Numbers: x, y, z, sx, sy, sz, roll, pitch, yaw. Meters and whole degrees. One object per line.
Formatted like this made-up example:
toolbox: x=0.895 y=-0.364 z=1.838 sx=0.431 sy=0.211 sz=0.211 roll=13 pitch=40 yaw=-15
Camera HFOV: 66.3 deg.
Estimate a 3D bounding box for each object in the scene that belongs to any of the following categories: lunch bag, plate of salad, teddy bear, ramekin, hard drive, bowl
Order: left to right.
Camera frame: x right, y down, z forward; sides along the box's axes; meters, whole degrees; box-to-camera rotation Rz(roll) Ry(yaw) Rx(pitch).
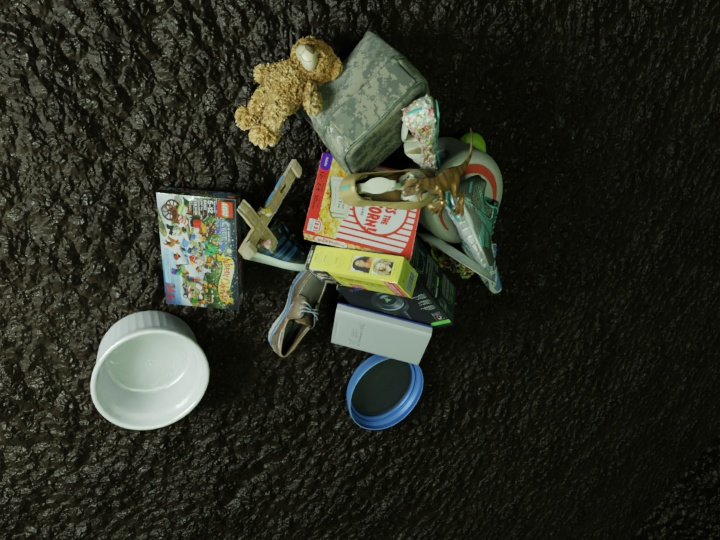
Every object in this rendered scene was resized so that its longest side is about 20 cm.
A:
ramekin: x=-0.378 y=0.173 z=0.994 sx=0.195 sy=0.098 sz=0.206 roll=-11 pitch=119 yaw=-21
teddy bear: x=-0.120 y=-0.288 z=0.876 sx=0.197 sy=0.148 sz=0.067 roll=-31 pitch=148 yaw=12
lunch bag: x=0.003 y=-0.284 z=0.926 sx=0.199 sy=0.169 sz=0.139 roll=-42 pitch=164 yaw=1
hard drive: x=0.040 y=0.133 z=1.139 sx=0.194 sy=0.026 sz=0.134 roll=14 pitch=143 yaw=1
bowl: x=0.056 y=0.281 z=1.303 sx=0.195 sy=0.039 sz=0.207 roll=-11 pitch=118 yaw=-21
plate of salad: x=0.188 y=-0.020 z=1.121 sx=0.197 sy=0.200 sz=0.049 roll=28 pitch=100 yaw=-34

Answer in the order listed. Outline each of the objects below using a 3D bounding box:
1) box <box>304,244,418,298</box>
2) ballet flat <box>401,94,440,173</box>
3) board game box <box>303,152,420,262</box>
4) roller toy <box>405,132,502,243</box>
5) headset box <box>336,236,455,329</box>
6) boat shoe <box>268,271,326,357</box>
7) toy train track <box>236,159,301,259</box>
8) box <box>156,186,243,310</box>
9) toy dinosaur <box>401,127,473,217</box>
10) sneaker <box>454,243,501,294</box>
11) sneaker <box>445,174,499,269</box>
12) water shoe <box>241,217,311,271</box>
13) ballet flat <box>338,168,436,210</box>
box: x=0.000 y=0.000 z=0.985 sx=0.075 sy=0.195 sz=0.052 roll=43 pitch=61 yaw=-55
ballet flat: x=0.100 y=-0.222 z=0.919 sx=0.062 sy=0.078 sz=0.201 roll=-11 pitch=160 yaw=6
board game box: x=0.009 y=-0.111 z=0.985 sx=0.193 sy=0.046 sz=0.156 roll=12 pitch=76 yaw=0
roller toy: x=0.183 y=-0.155 z=1.090 sx=0.177 sy=0.140 sz=0.206 roll=-14 pitch=121 yaw=-19
headset box: x=0.079 y=0.041 z=1.111 sx=0.170 sy=0.095 sz=0.200 roll=-16 pitch=134 yaw=32
boat shoe: x=-0.113 y=0.083 z=1.099 sx=0.071 sy=0.072 sz=0.204 roll=20 pitch=104 yaw=-33
toy train track: x=-0.147 y=-0.108 z=0.951 sx=0.115 sy=0.032 sz=0.204 roll=54 pitch=53 yaw=-47
box: x=-0.272 y=-0.036 z=0.948 sx=0.132 sy=0.038 sz=0.206 roll=5 pitch=115 yaw=2
toy dinosaur: x=0.151 y=-0.150 z=0.918 sx=0.198 sy=0.059 sz=0.109 roll=-35 pitch=130 yaw=-35
sneaker: x=0.282 y=-0.024 z=1.243 sx=0.076 sy=0.076 sz=0.201 roll=-38 pitch=126 yaw=1
sneaker: x=0.223 y=-0.089 z=1.017 sx=0.090 sy=0.078 sz=0.202 roll=-33 pitch=128 yaw=1
water shoe: x=-0.150 y=-0.053 z=1.014 sx=0.195 sy=0.071 sz=0.081 roll=10 pitch=108 yaw=-30
ballet flat: x=0.060 y=-0.135 z=0.919 sx=0.194 sy=0.063 sz=0.071 roll=-9 pitch=90 yaw=-22
